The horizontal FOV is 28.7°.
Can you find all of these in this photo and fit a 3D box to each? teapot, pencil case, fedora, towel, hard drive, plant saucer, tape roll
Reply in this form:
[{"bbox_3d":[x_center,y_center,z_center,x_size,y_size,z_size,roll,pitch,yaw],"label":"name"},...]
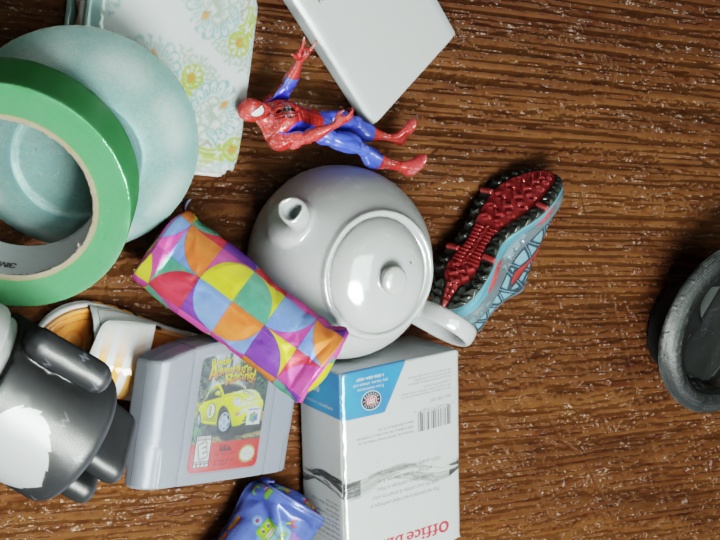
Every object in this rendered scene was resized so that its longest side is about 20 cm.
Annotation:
[{"bbox_3d":[0.000,0.000,1.320,0.198,0.145,0.200,-18,109,-29],"label":"teapot"},{"bbox_3d":[-0.121,0.291,1.341,0.087,0.078,0.201,39,78,-13],"label":"pencil case"},{"bbox_3d":[0.396,0.058,1.615,0.198,0.091,0.204,-8,105,-30],"label":"fedora"},{"bbox_3d":[-0.177,-0.186,1.230,0.169,0.048,0.203,4,98,-36],"label":"towel"},{"bbox_3d":[0.001,-0.255,1.322,0.132,0.026,0.201,-48,130,-16],"label":"hard drive"},{"bbox_3d":[-0.106,0.029,1.240,0.199,0.088,0.089,39,77,0],"label":"pencil case"},{"bbox_3d":[-0.233,-0.099,1.158,0.198,0.039,0.203,-2,119,-4],"label":"plant saucer"},{"bbox_3d":[-0.278,-0.067,1.120,0.197,0.048,0.203,0,122,0],"label":"tape roll"}]

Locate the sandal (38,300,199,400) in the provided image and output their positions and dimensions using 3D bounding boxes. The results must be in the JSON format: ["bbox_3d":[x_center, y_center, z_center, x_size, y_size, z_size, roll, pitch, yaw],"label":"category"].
[{"bbox_3d":[-0.194,0.079,1.262,0.205,0.059,0.080,11,94,-33],"label":"sandal"}]

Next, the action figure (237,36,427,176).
[{"bbox_3d":[-0.015,-0.145,1.286,0.198,0.099,0.066,6,53,-34],"label":"action figure"}]

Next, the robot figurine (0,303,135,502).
[{"bbox_3d":[-0.281,0.110,1.150,0.199,0.125,0.151,38,88,-27],"label":"robot figurine"}]

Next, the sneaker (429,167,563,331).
[{"bbox_3d":[0.143,-0.020,1.463,0.200,0.079,0.096,-49,144,-18],"label":"sneaker"}]

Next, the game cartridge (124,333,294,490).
[{"bbox_3d":[-0.131,0.125,1.290,0.199,0.041,0.135,1,96,-53],"label":"game cartridge"}]

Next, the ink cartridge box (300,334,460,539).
[{"bbox_3d":[0.020,0.180,1.402,0.144,0.083,0.203,-9,104,-34],"label":"ink cartridge box"}]
